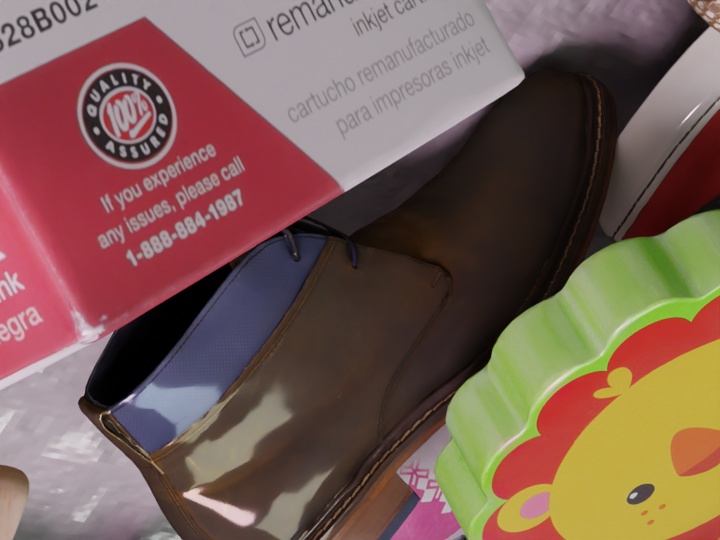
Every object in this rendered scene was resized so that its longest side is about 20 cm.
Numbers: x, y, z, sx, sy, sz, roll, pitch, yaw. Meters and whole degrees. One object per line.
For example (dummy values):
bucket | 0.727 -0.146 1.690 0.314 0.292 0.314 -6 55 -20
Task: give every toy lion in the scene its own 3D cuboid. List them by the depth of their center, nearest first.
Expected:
toy lion | 0.126 0.037 0.838 0.200 0.069 0.192 -35 142 6

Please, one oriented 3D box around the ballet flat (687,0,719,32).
ballet flat | 0.175 -0.144 0.817 0.065 0.071 0.200 39 94 -29

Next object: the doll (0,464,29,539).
doll | -0.190 0.030 0.724 0.136 0.049 0.200 -15 138 45

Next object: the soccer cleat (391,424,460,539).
soccer cleat | 0.047 0.044 0.935 0.199 0.070 0.087 -3 122 -41

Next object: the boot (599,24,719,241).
boot | 0.182 -0.046 0.871 0.200 0.144 0.072 -43 178 7

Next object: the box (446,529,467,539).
box | 0.027 0.155 1.026 0.199 0.060 0.117 -24 139 -15

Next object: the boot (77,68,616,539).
boot | 0.000 0.000 0.832 0.097 0.075 0.200 42 73 -31

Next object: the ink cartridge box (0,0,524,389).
ink cartridge box | -0.078 -0.088 0.530 0.083 0.200 0.147 -26 -175 42
